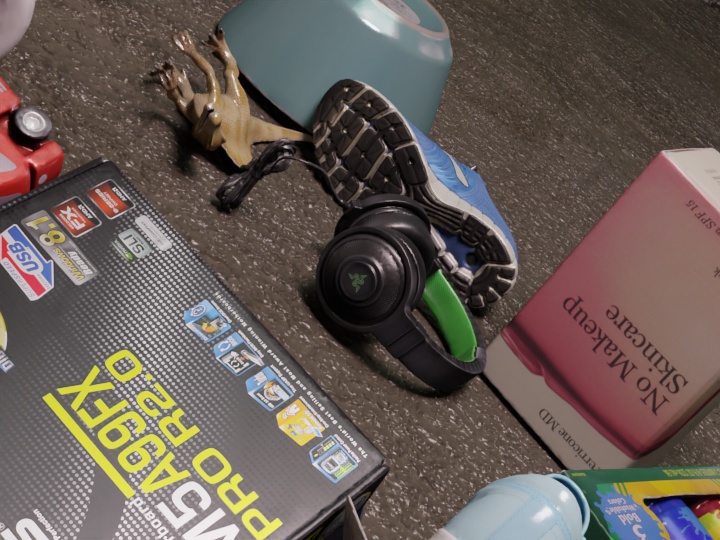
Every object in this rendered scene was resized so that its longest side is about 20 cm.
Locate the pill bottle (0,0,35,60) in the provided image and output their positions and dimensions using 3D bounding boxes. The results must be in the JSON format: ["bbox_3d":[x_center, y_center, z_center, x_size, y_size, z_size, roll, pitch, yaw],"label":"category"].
[{"bbox_3d":[-0.251,-0.209,0.814,0.116,0.116,0.200,24,28,-28],"label":"pill bottle"}]

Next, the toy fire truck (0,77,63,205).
[{"bbox_3d":[-0.257,-0.092,0.671,0.200,0.049,0.141,50,44,-2],"label":"toy fire truck"}]

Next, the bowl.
[{"bbox_3d":[-0.004,-0.184,1.104,0.200,0.105,0.201,31,23,-15],"label":"bowl"}]

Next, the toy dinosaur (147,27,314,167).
[{"bbox_3d":[-0.096,-0.110,0.950,0.101,0.058,0.200,60,15,4],"label":"toy dinosaur"}]

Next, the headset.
[{"bbox_3d":[0.000,0.000,0.883,0.200,0.094,0.124,50,19,-11],"label":"headset"}]

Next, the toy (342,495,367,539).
[{"bbox_3d":[0.042,0.196,0.537,0.047,0.115,0.200,-10,48,-18],"label":"toy"}]

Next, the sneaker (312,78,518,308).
[{"bbox_3d":[0.042,-0.059,1.019,0.200,0.079,0.089,50,19,2],"label":"sneaker"}]

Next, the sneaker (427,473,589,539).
[{"bbox_3d":[0.074,0.136,0.631,0.074,0.082,0.200,51,-7,12],"label":"sneaker"}]

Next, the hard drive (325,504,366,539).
[{"bbox_3d":[-0.089,0.062,0.669,0.200,0.042,0.135,47,27,16],"label":"hard drive"}]

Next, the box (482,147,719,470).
[{"bbox_3d":[0.196,0.033,0.909,0.128,0.200,0.109,48,27,19],"label":"box"}]

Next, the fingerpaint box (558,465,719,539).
[{"bbox_3d":[0.198,0.197,0.789,0.200,0.073,0.167,8,39,-47],"label":"fingerpaint box"}]

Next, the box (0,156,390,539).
[{"bbox_3d":[-0.110,0.060,0.574,0.160,0.044,0.200,-31,71,-38],"label":"box"}]
